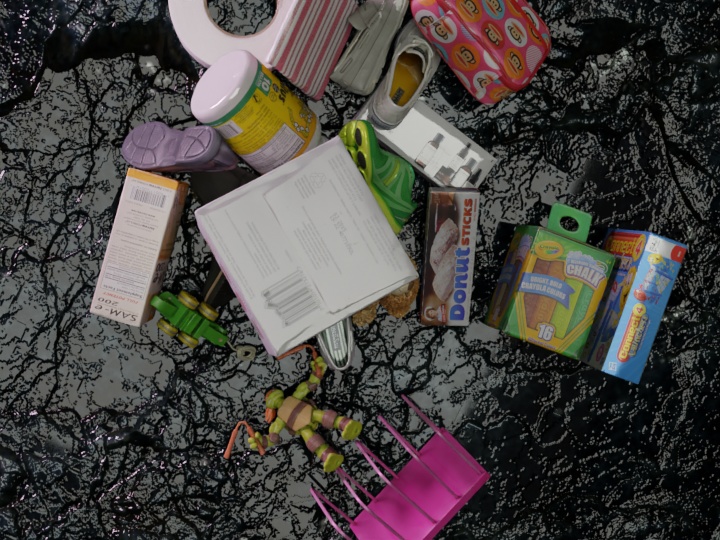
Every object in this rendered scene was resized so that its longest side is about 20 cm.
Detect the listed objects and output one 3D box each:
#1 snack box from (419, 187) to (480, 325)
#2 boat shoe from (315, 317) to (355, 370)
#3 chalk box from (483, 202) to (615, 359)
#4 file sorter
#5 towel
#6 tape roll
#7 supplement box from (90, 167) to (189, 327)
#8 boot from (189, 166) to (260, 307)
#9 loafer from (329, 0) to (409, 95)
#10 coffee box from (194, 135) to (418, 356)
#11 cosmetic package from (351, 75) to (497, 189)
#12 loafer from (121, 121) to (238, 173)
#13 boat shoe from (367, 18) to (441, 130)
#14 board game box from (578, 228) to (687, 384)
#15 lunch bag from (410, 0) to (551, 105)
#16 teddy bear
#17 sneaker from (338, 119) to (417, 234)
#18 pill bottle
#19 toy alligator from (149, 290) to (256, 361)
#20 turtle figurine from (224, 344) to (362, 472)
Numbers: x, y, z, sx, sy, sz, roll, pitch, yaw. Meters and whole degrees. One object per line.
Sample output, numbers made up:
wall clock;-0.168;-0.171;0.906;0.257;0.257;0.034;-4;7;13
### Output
snack box;0.126;-0.019;1.690;0.071;0.024;0.202;1;110;-7
boat shoe;-0.043;0.044;1.679;0.073;0.067;0.201;-19;96;-5
chalk box;0.274;0.007;1.684;0.124;0.124;0.201;18;92;-8
file sorter;0.048;0.293;1.652;0.200;0.139;0.125;-46;120;-2
towel;-0.065;-0.319;1.592;0.030;0.200;0.147;24;91;17
tape roll;-0.163;-0.369;1.635;0.201;0.071;0.204;0;93;-7
supplement box;-0.297;-0.032;1.613;0.073;0.126;0.201;16;93;-2
boot;-0.201;-0.062;1.663;0.138;0.077;0.201;35;106;16
loafer;0.017;-0.340;1.630;0.069;0.070;0.201;19;108;-10
coffee box;-0.073;-0.025;1.494;0.199;0.198;0.201;-29;91;-8
cosmetic package;0.091;-0.185;1.687;0.199;0.051;0.083;36;89;-8
loafer;-0.245;-0.156;1.599;0.063;0.199;0.072;35;70;-43
boat shoe;0.073;-0.285;1.631;0.071;0.070;0.201;33;61;-9
board game box;0.367;0.044;1.659;0.056;0.200;0.197;19;91;-6
lunch bag;0.174;-0.348;1.646;0.200;0.082;0.176;48;49;-14
teddy bear;0.000;0.000;1.650;0.199;0.067;0.146;33;51;-16
sneaker;0.026;-0.139;1.647;0.084;0.074;0.201;-44;138;-19
pill bottle;-0.124;-0.194;1.603;0.113;0.113;0.200;-50;125;-1
toy alligator;-0.226;0.073;1.651;0.059;0.054;0.200;-53;133;3
turtle figurine;-0.087;0.216;1.671;0.161;0.064;0.200;31;75;28
